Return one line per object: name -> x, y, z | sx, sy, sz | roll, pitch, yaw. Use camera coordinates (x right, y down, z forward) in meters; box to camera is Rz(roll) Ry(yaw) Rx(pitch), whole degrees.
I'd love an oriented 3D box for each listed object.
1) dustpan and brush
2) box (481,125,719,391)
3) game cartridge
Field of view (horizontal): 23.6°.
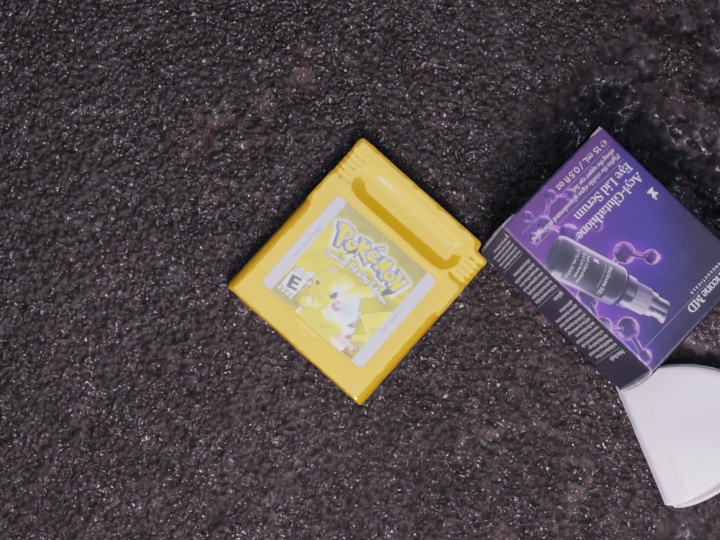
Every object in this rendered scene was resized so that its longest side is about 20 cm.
dustpan and brush -> 0.366, 0.137, 1.677 | 0.200, 0.057, 0.140 | -22, 74, 3
box -> 0.240, -0.009, 1.641 | 0.200, 0.104, 0.148 | 43, 74, 4
game cartridge -> 0.000, 0.000, 1.683 | 0.176, 0.032, 0.200 | 41, 86, 2
